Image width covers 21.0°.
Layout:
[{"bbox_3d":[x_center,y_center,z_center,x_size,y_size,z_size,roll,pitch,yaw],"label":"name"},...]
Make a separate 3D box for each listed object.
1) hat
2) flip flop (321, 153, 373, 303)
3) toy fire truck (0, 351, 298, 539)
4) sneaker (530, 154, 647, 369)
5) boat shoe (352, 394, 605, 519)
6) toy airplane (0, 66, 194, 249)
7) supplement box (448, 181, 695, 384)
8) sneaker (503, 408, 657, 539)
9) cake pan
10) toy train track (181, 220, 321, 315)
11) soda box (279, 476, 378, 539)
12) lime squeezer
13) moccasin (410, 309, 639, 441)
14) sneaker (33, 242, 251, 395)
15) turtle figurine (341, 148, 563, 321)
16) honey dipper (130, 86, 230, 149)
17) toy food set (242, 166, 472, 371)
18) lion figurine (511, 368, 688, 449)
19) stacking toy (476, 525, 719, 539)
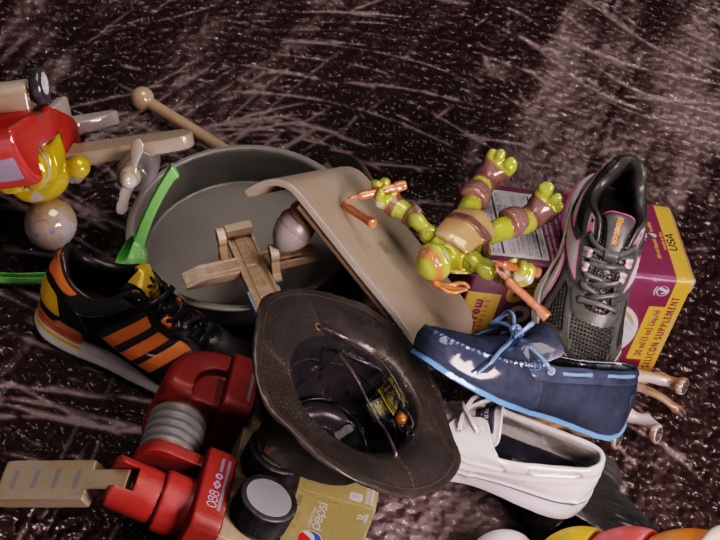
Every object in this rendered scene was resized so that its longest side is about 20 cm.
[{"bbox_3d":[-0.024,0.104,1.407,0.200,0.081,0.201,34,33,-25],"label":"hat"},{"bbox_3d":[0.001,-0.022,1.725,0.081,0.058,0.201,-28,45,7],"label":"flip flop"},{"bbox_3d":[-0.153,0.140,1.450,0.199,0.129,0.177,23,38,-10],"label":"toy fire truck"},{"bbox_3d":[0.191,-0.010,1.576,0.080,0.086,0.201,13,60,-8],"label":"sneaker"},{"bbox_3d":[0.091,0.125,1.488,0.199,0.066,0.074,16,42,-9],"label":"boat shoe"},{"bbox_3d":[-0.267,-0.087,1.648,0.198,0.199,0.142,-6,85,-37],"label":"toy airplane"},{"bbox_3d":[0.171,0.012,1.695,0.198,0.131,0.104,5,42,-14],"label":"supplement box"},{"bbox_3d":[0.144,0.177,1.549,0.198,0.060,0.105,20,36,-3],"label":"sneaker"},{"bbox_3d":[-0.102,-0.028,1.675,0.198,0.037,0.201,-1,46,1],"label":"cake pan"},{"bbox_3d":[-0.079,0.008,1.564,0.114,0.033,0.200,-13,35,-11],"label":"toy train track"},{"bbox_3d":[-0.013,0.131,1.535,0.064,0.068,0.201,16,39,-4],"label":"soda box"},{"bbox_3d":[-0.223,-0.012,1.607,0.199,0.071,0.038,-26,45,10],"label":"lime squeezer"},{"bbox_3d":[0.127,0.068,1.486,0.199,0.069,0.080,20,10,-34],"label":"moccasin"},{"bbox_3d":[-0.165,0.042,1.563,0.199,0.090,0.070,20,39,3],"label":"sneaker"},{"bbox_3d":[0.096,-0.026,1.569,0.199,0.065,0.161,28,43,25],"label":"turtle figurine"},{"bbox_3d":[-0.135,-0.120,1.807,0.199,0.038,0.038,34,42,22],"label":"honey dipper"},{"bbox_3d":[0.000,0.000,1.582,0.200,0.060,0.143,52,22,9],"label":"toy food set"},{"bbox_3d":[0.189,0.103,1.638,0.122,0.073,0.200,16,1,32],"label":"lion figurine"},{"bbox_3d":[0.176,0.236,1.464,0.199,0.147,0.146,17,36,26],"label":"stacking toy"}]
